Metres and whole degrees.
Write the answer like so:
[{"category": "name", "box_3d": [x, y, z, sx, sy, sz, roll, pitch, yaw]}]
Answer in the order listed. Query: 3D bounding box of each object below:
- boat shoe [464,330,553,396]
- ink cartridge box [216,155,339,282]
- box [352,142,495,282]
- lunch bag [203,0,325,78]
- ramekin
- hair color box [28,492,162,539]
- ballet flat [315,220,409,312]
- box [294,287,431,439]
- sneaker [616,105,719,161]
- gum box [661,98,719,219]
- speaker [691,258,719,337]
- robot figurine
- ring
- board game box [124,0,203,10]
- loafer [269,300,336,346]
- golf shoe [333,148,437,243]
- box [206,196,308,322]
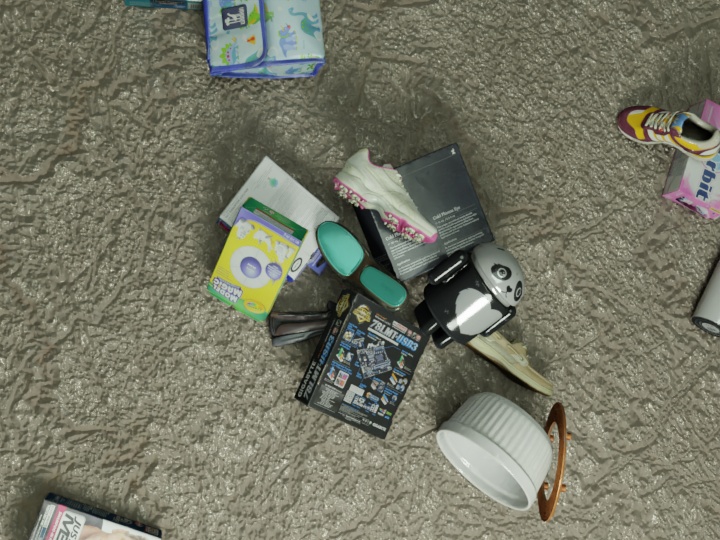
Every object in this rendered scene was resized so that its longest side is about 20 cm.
[{"category": "boat shoe", "box_3d": [0.272, 0.154, 1.591, 0.198, 0.072, 0.066, 35, 81, -2]}, {"category": "ink cartridge box", "box_3d": [-0.129, -0.075, 1.516, 0.199, 0.076, 0.137, 39, 80, -6]}, {"category": "box", "box_3d": [0.105, -0.096, 1.555, 0.196, 0.104, 0.186, -22, 92, -13]}, {"category": "lunch bag", "box_3d": [-0.167, -0.421, 1.499, 0.195, 0.127, 0.175, -5, 89, -12]}, {"category": "ramekin", "box_3d": [0.235, 0.301, 1.511, 0.200, 0.200, 0.105, 45, 68, -5]}, {"category": "hair color box", "box_3d": [-0.428, 0.441, 1.420, 0.196, 0.060, 0.102, 22, 82, -11]}, {"category": "ballet flat", "box_3d": [0.000, 0.000, 1.486, 0.068, 0.068, 0.200, -44, 81, -5]}, {"category": "box", "box_3d": [0.007, 0.161, 1.492, 0.198, 0.049, 0.202, 30, 81, -40]}, {"category": "sneaker", "box_3d": [0.574, -0.271, 1.645, 0.196, 0.090, 0.076, 21, 81, 22]}, {"category": "gum box", "box_3d": [0.669, -0.209, 1.705, 0.111, 0.066, 0.204, 21, 82, -8]}, {"category": "speaker", "box_3d": [0.711, 0.022, 1.691, 0.080, 0.081, 0.203, 30, 80, -8]}, {"category": "robot figurine", "box_3d": [0.187, 0.044, 1.505, 0.199, 0.150, 0.126, -38, 71, 15]}, {"category": "ring", "box_3d": [0.334, 0.330, 1.524, 0.019, 0.200, 0.206, 8, 84, 2]}, {"category": "board game box", "box_3d": [-0.331, -0.559, 1.523, 0.147, 0.047, 0.206, 0, 86, -12]}, {"category": "loafer", "box_3d": [-0.062, 0.080, 1.524, 0.195, 0.072, 0.065, -14, 85, -10]}, {"category": "golf shoe", "box_3d": [0.054, -0.123, 1.457, 0.198, 0.075, 0.093, 34, 77, -9]}, {"category": "box", "box_3d": [-0.177, -0.007, 1.459, 0.116, 0.049, 0.202, 28, 122, 0]}]
